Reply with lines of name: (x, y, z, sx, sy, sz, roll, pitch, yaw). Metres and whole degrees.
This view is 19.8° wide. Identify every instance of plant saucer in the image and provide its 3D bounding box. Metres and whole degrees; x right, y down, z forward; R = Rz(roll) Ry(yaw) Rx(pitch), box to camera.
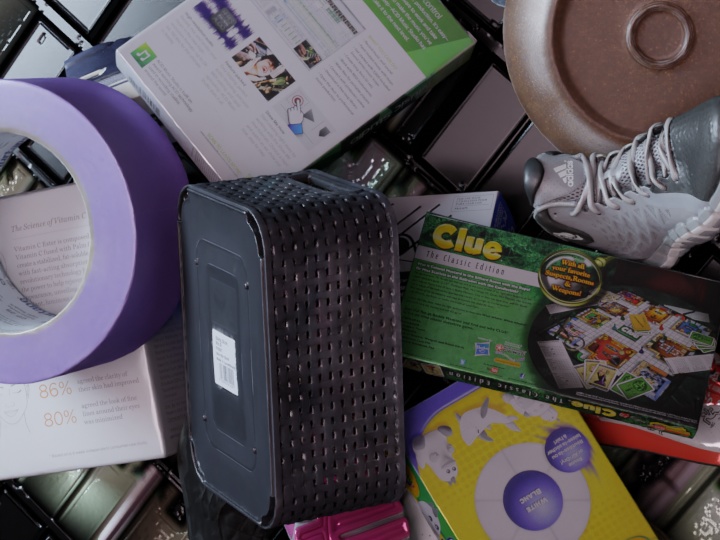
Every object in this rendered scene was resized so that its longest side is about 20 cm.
plant saucer: (0.190, -0.151, 1.310, 0.200, 0.037, 0.201, 1, 103, 6)

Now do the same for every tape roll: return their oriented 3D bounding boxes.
tape roll: (-0.216, -0.029, 1.379, 0.199, 0.085, 0.201, 2, 96, 23)

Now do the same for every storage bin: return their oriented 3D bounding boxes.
storage bin: (-0.045, 0.046, 1.292, 0.135, 0.094, 0.201, 22, 117, 60)

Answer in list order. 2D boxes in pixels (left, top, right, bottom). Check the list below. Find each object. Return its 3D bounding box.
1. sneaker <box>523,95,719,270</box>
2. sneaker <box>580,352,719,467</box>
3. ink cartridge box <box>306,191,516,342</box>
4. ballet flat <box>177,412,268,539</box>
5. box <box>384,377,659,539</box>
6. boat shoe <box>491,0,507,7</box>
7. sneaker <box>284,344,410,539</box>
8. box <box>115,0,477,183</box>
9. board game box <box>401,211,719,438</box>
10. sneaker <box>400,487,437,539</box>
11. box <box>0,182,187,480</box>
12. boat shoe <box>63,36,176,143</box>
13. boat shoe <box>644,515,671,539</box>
sneaker: (0.161, -0.055, 1.268, 0.115, 0.200, 0.075, 12, 65, -6)
sneaker: (0.212, 0.064, 1.332, 0.201, 0.067, 0.108, 7, 99, 25)
ink cartridge box: (0.000, 0.000, 1.404, 0.199, 0.044, 0.094, -3, 52, 24)
ballet flat: (-0.089, 0.148, 1.433, 0.066, 0.057, 0.200, 25, 129, 28)
box: (0.110, 0.158, 1.304, 0.117, 0.048, 0.200, -29, 81, -16)
boat shoe: (0.080, -0.220, 1.365, 0.200, 0.071, 0.091, 10, 99, 21)
sneaker: (-0.019, 0.153, 1.424, 0.081, 0.088, 0.201, -9, 75, -10)
box: (-0.043, -0.145, 1.385, 0.200, 0.036, 0.144, -37, 82, -11)
board game box: (0.125, 0.033, 1.303, 0.199, 0.023, 0.105, 14, 68, 8)
sneaker: (0.077, 0.229, 1.367, 0.079, 0.130, 0.199, -34, 81, 21)
box: (-0.196, 0.038, 1.481, 0.152, 0.106, 0.201, -9, 91, 24)
boat shoe: (-0.121, -0.141, 1.457, 0.199, 0.093, 0.075, -15, 131, -3)
boat shoe: (0.121, 0.162, 1.363, 0.200, 0.068, 0.072, 38, 151, 15)
